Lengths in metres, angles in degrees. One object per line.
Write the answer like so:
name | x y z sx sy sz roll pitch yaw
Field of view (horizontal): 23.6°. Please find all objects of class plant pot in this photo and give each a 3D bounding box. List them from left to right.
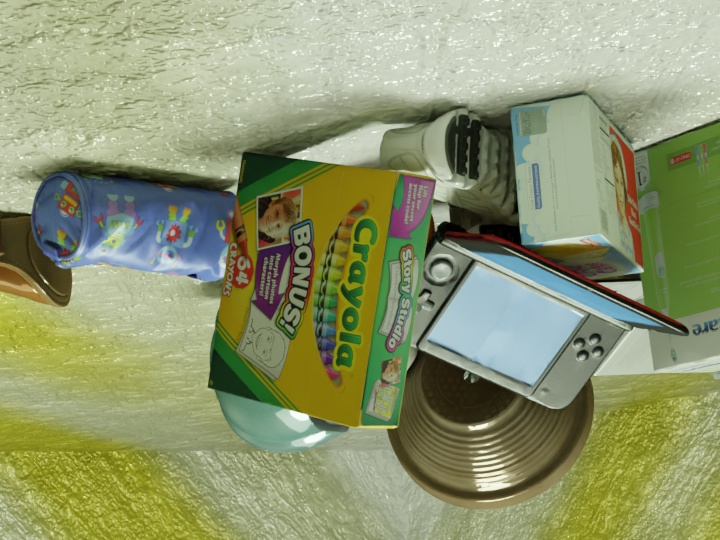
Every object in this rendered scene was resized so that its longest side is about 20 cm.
plant pot | -0.089 0.086 1.953 0.199 0.201 0.134 -9 143 15
plant pot | 0.113 0.113 1.610 0.200 0.202 0.093 -8 151 13

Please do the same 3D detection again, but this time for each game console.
game console | 0.142 0.048 1.453 0.199 0.119 0.173 25 116 -17

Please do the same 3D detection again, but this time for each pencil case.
pencil case | -0.186 -0.035 1.489 0.199 0.087 0.078 6 -171 -44

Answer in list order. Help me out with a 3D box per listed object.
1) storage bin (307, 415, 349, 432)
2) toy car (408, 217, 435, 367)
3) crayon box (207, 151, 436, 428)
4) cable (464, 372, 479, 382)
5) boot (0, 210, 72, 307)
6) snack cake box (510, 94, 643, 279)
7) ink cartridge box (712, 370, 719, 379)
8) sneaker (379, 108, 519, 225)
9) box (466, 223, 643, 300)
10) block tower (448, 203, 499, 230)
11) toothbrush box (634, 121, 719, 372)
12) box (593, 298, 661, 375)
storage bin | -0.001 0.047 1.759 0.134 0.201 0.145 -21 166 18
toy car | 0.000 0.000 1.600 0.175 0.150 0.200 33 130 2
crayon box | -0.034 0.013 1.393 0.172 0.201 0.058 10 -178 43
cable | 0.126 0.100 1.763 0.097 0.051 0.200 -8 153 -35
boot | -0.367 -0.008 1.581 0.154 0.074 0.200 -11 156 19
snack cake box | 0.185 -0.065 1.444 0.067 0.116 0.200 -8 168 18
ink cartridge box | 0.401 0.027 1.650 0.162 0.201 0.057 -6 144 7
sneaker | 0.089 -0.084 1.438 0.081 0.076 0.200 -3 164 32
box | 0.183 -0.004 1.612 0.199 0.061 0.117 -1 168 -18
block tower | 0.186 -0.059 1.633 0.199 0.054 0.058 -7 170 10
toothbrush box | 0.322 -0.020 1.519 0.086 0.201 0.145 3 165 -36
box | 0.300 0.031 1.790 0.199 0.098 0.125 3 129 -51
